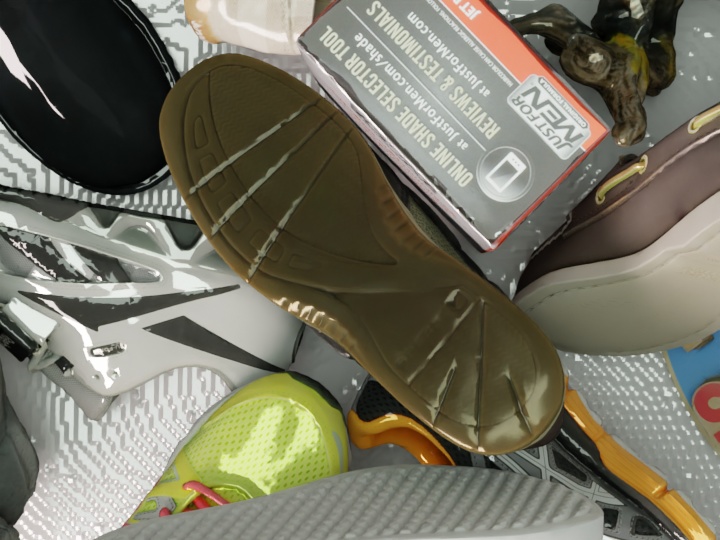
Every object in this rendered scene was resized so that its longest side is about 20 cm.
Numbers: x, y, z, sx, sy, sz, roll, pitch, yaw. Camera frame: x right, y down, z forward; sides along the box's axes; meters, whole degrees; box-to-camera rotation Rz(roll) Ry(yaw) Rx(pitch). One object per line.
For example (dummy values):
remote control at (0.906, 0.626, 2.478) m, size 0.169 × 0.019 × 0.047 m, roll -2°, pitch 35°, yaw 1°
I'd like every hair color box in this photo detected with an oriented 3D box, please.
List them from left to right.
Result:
hair color box at (0.034, -0.062, 1.007) m, size 0.061 × 0.200 × 0.102 m, roll -44°, pitch 90°, yaw 2°

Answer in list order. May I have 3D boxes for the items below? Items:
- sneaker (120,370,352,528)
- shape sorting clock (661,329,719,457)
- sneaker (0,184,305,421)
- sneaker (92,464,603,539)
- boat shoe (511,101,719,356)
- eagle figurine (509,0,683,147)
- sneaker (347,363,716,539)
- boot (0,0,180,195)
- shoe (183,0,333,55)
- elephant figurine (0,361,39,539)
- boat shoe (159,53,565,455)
sneaker at (-0.072, 0.127, 1.032) m, size 0.078 × 0.090 × 0.200 m, roll 34°, pitch 93°, yaw 9°
shape sorting clock at (0.196, 0.018, 1.035) m, size 0.199 × 0.039 × 0.201 m, roll 20°, pitch 123°, yaw 34°
sneaker at (-0.121, 0.012, 1.076) m, size 0.199 × 0.074 × 0.089 m, roll 12°, pitch 92°, yaw 0°
sneaker at (-0.005, 0.139, 0.999) m, size 0.199 × 0.073 × 0.115 m, roll -8°, pitch 109°, yaw -15°
boat shoe at (0.120, -0.018, 1.025) m, size 0.072 × 0.200 × 0.060 m, roll 16°, pitch 67°, yaw -22°
eagle figurine at (0.146, -0.153, 1.036) m, size 0.150 × 0.152 × 0.201 m, roll 15°, pitch 111°, yaw -36°
sneaker at (0.076, 0.098, 1.065) m, size 0.077 × 0.078 × 0.200 m, roll -40°, pitch 79°, yaw -17°
boot at (-0.143, -0.114, 1.031) m, size 0.073 × 0.162 × 0.199 m, roll -34°, pitch 89°, yaw 3°
shoe at (-0.003, -0.173, 1.058) m, size 0.053 × 0.070 × 0.201 m, roll 18°, pitch 78°, yaw 28°
elephant figurine at (-0.239, 0.079, 1.062) m, size 0.199 × 0.142 × 0.156 m, roll 2°, pitch 61°, yaw 17°
boat shoe at (0.001, 0.000, 1.031) m, size 0.072 × 0.066 × 0.201 m, roll -45°, pitch 71°, yaw -4°
